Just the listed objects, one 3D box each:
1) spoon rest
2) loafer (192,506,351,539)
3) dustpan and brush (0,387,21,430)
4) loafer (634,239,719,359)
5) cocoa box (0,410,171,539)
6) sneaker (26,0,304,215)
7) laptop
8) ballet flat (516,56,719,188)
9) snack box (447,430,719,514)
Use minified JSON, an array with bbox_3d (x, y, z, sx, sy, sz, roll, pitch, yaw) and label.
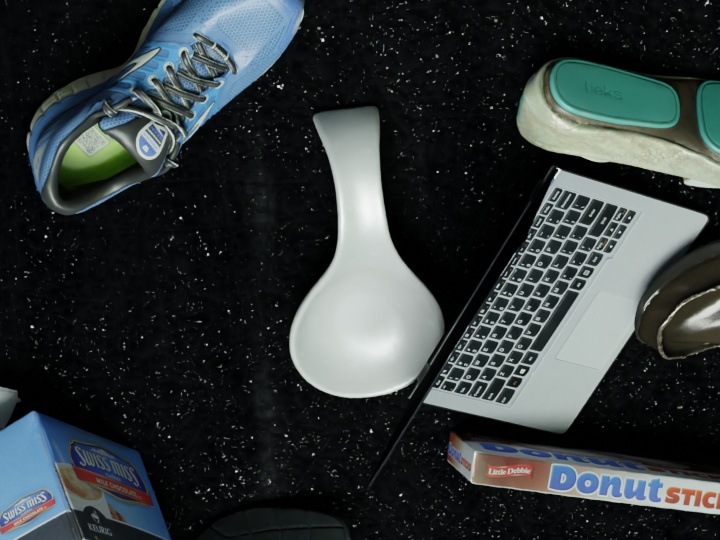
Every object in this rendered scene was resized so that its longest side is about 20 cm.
[{"bbox_3d":[0.000,0.000,1.316,0.099,0.061,0.200,-8,123,-3],"label":"spoon rest"},{"bbox_3d":[-0.092,0.216,1.451,0.200,0.073,0.072,-16,133,16],"label":"loafer"},{"bbox_3d":[-0.322,0.129,1.380,0.139,0.057,0.200,16,115,-30],"label":"dustpan and brush"},{"bbox_3d":[0.270,0.016,1.339,0.200,0.071,0.073,-19,142,6],"label":"loafer"},{"bbox_3d":[-0.231,0.202,1.359,0.200,0.131,0.133,-31,153,14],"label":"cocoa box"},{"bbox_3d":[-0.109,-0.097,1.223,0.200,0.089,0.079,-39,120,18],"label":"sneaker"},{"bbox_3d":[0.111,0.046,1.299,0.200,0.116,0.187,15,120,-30],"label":"laptop"},{"bbox_3d":[0.189,-0.084,1.291,0.199,0.068,0.062,15,149,-11],"label":"ballet flat"},{"bbox_3d":[0.161,0.136,1.416,0.199,0.072,0.024,8,96,-11],"label":"snack box"}]
